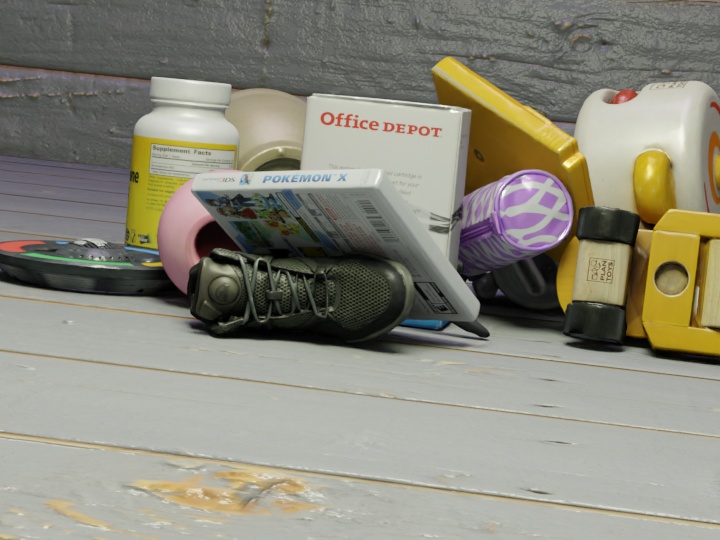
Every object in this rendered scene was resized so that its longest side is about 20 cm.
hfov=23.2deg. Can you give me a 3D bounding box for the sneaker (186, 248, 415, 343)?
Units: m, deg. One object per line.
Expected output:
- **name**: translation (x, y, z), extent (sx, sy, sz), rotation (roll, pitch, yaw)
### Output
- **sneaker**: translation (-0.059, 0.021, 1.419), extent (0.199, 0.077, 0.114), rotation (5, 7, 30)

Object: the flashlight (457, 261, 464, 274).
- **flashlight**: translation (0.000, 0.000, 1.714), extent (0.199, 0.068, 0.068), rotation (6, 7, 15)

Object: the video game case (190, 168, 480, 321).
- **video game case**: translation (-0.019, -0.019, 1.466), extent (0.182, 0.022, 0.200), rotation (1, -32, 32)

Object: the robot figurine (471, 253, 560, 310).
- **robot figurine**: translation (0.192, -0.020, 1.865), extent (0.169, 0.113, 0.200), rotation (-27, 3, 8)

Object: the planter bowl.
- **planter bowl**: translation (-0.101, -0.093, 1.948), extent (0.199, 0.201, 0.135), rotation (4, 13, -17)

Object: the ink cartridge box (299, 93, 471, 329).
- **ink cartridge box**: translation (0.019, -0.057, 1.618), extent (0.146, 0.201, 0.086), rotation (7, 6, 11)

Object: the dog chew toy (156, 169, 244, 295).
- **dog chew toy**: translation (-0.122, -0.039, 1.632), extent (0.124, 0.125, 0.200), rotation (5, 12, -2)

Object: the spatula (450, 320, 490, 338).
- **spatula**: translation (0.026, 0.012, 1.549), extent (0.199, 0.021, 0.057), rotation (25, -2, -2)

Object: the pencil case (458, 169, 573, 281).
- **pencil case**: translation (0.130, -0.044, 1.672), extent (0.085, 0.084, 0.200), rotation (-9, -6, -18)

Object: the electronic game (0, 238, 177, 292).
- **electronic game**: translation (-0.254, -0.009, 1.682), extent (0.199, 0.042, 0.200), rotation (6, 6, -1)

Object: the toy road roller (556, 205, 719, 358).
- **toy road roller**: translation (0.280, 0.014, 1.606), extent (0.199, 0.124, 0.146), rotation (7, -6, 13)

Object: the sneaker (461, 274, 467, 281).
- **sneaker**: translation (0.087, -0.032, 1.852), extent (0.083, 0.072, 0.200), rotation (28, 13, 2)

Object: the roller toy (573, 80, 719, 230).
- **roller toy**: translation (0.296, -0.095, 1.735), extent (0.139, 0.183, 0.200), rotation (-3, -30, 23)

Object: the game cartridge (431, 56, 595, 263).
- **game cartridge**: translation (0.155, -0.098, 1.702), extent (0.032, 0.177, 0.200), rotation (-37, 48, -18)

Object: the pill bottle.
- **pill bottle**: translation (-0.185, -0.099, 1.839), extent (0.112, 0.201, 0.112), rotation (6, 5, -1)
